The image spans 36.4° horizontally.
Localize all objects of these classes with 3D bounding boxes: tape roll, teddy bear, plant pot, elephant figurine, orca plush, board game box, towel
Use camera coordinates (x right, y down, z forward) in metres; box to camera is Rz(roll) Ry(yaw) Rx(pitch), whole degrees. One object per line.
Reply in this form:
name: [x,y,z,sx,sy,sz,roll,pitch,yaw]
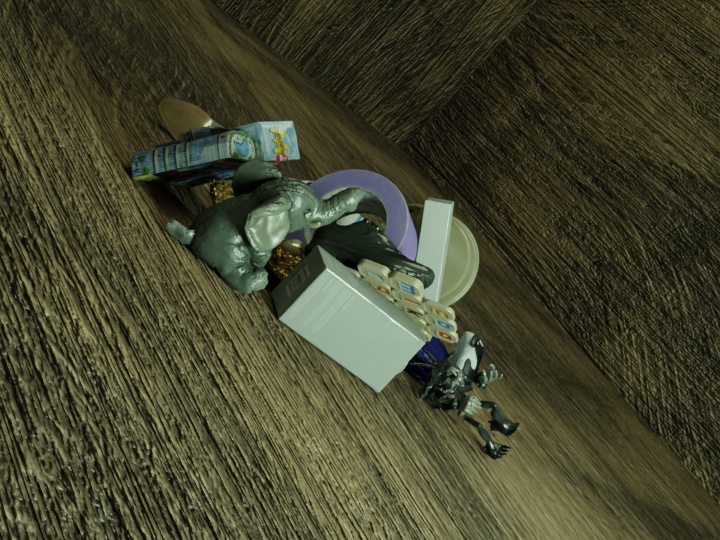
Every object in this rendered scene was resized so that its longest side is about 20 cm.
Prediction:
tape roll: [-0.015,-0.054,1.730,0.200,0.200,0.085,50,-8,29]
teddy bear: [-0.151,-0.063,1.620,0.200,0.067,0.145,45,-12,24]
plant pot: [0.113,-0.040,2.075,0.201,0.200,0.183,47,1,20]
elephant figurine: [-0.124,-0.079,1.466,0.142,0.200,0.155,48,18,10]
orca plush: [0.194,0.174,1.880,0.071,0.105,0.200,32,13,-3]
board game box: [-0.200,-0.173,1.579,0.200,0.199,0.062,-5,84,-75]
towel: [0.088,0.123,1.886,0.148,0.050,0.200,51,11,1]

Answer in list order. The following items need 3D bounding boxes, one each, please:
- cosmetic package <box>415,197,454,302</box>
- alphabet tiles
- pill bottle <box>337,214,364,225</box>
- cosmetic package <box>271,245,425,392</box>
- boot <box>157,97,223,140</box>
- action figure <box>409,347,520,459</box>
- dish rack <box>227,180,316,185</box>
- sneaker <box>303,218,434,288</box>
cosmetic package: [0.123,-0.023,1.913,0.050,0.201,0.083,9,8,9]
alphabet tiles: [0.053,0.046,1.614,0.195,0.015,0.200,21,-22,18]
pill bottle: [-0.010,-0.031,1.932,0.200,0.111,0.111,42,11,-2]
cosmetic package: [-0.016,0.070,1.559,0.200,0.107,0.090,39,12,-27]
boot: [-0.275,-0.241,1.923,0.200,0.070,0.146,41,5,-19]
action figure: [0.173,0.197,1.727,0.200,0.102,0.119,47,52,-10]
dish rack: [-0.112,-0.132,1.845,0.171,0.044,0.200,3,6,43]
sneaker: [0.019,-0.030,1.621,0.199,0.091,0.076,19,-26,9]
